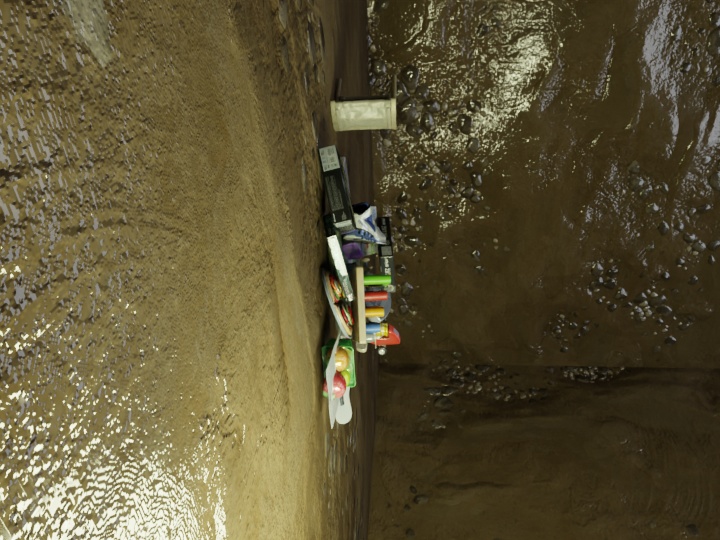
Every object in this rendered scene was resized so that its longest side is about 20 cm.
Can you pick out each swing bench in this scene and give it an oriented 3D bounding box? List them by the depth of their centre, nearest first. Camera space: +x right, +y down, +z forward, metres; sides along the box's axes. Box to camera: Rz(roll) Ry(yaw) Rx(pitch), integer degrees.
[{"bbox_3d":[0.017,-0.516,1.620,0.201,0.196,0.131,-83,172,-48],"label":"swing bench"}]

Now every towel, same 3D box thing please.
[{"bbox_3d":[-0.072,-0.055,1.525,0.149,0.036,0.203,-81,168,-64],"label":"towel"}]

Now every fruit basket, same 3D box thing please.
[{"bbox_3d":[-0.070,0.277,1.353,0.201,0.092,0.188,-63,154,-59],"label":"fruit basket"}]

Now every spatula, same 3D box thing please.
[{"bbox_3d":[0.000,0.000,1.538,0.202,0.056,0.021,66,28,-28],"label":"spatula"}]

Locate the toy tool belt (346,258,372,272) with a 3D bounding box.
[{"bbox_3d":[-0.003,0.013,1.779,0.125,0.121,0.203,-100,-171,-81],"label":"toy tool belt"}]

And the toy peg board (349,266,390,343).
[{"bbox_3d":[0.029,0.095,1.432,0.200,0.096,0.202,145,-58,-82],"label":"toy peg board"}]

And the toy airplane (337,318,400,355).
[{"bbox_3d":[0.018,0.180,1.683,0.200,0.197,0.142,44,-54,34],"label":"toy airplane"}]

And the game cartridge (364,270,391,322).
[{"bbox_3d":[0.040,0.089,1.633,0.041,0.133,0.200,-43,-173,24],"label":"game cartridge"}]

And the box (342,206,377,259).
[{"bbox_3d":[0.001,-0.124,1.634,0.200,0.041,0.158,-18,107,-67],"label":"box"}]

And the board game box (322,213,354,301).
[{"bbox_3d":[-0.058,-0.034,1.375,0.136,0.028,0.202,-106,-179,-59],"label":"board game box"}]

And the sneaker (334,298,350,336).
[{"bbox_3d":[-0.034,0.110,1.628,0.080,0.070,0.203,16,72,-52],"label":"sneaker"}]

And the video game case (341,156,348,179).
[{"bbox_3d":[-0.059,-0.249,1.743,0.201,0.023,0.184,82,9,-51],"label":"video game case"}]

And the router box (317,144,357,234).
[{"bbox_3d":[-0.060,-0.210,1.364,0.157,0.051,0.203,47,30,-82],"label":"router box"}]

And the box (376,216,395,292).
[{"bbox_3d":[0.083,-0.053,1.689,0.202,0.048,0.163,-93,179,-47],"label":"box"}]

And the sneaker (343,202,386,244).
[{"bbox_3d":[0.020,-0.141,1.529,0.199,0.080,0.117,8,85,-61],"label":"sneaker"}]

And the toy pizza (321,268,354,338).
[{"bbox_3d":[-0.054,0.085,1.383,0.200,0.031,0.203,-22,91,-86],"label":"toy pizza"}]

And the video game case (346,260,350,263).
[{"bbox_3d":[-0.038,-0.021,1.977,0.183,0.022,0.202,-83,171,-51],"label":"video game case"}]

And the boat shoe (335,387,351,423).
[{"bbox_3d":[-0.064,0.351,1.529,0.070,0.070,0.203,-155,-123,-66],"label":"boat shoe"}]
